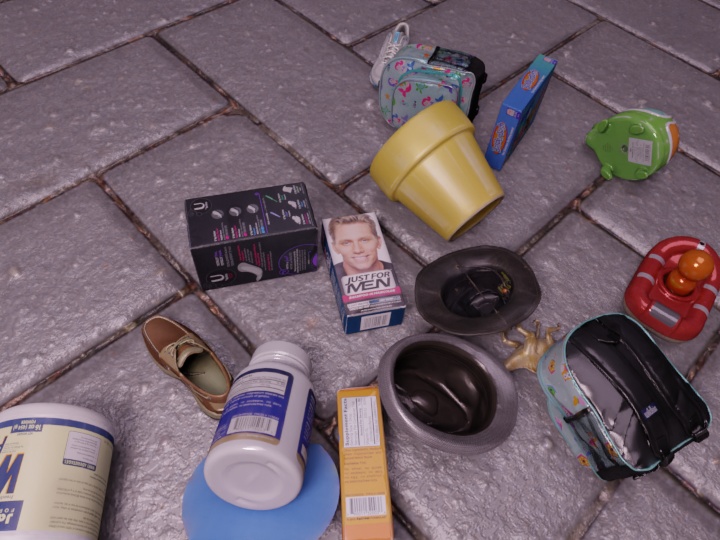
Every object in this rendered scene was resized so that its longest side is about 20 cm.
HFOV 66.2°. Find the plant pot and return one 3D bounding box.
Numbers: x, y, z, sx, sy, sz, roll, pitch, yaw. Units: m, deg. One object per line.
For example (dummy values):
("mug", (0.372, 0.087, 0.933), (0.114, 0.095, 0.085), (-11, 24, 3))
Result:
("plant pot", (0.148, -0.163, 0.989), (0.200, 0.201, 0.189), (-32, 79, -24))

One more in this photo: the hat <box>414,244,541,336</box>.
("hat", (0.185, 0.050, 0.892), (0.199, 0.081, 0.202), (-4, 47, 4))

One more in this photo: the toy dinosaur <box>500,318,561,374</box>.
("toy dinosaur", (0.263, 0.124, 0.866), (0.199, 0.058, 0.102), (-13, 58, -14))

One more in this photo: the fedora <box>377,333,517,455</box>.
("fedora", (0.112, 0.183, 0.786), (0.199, 0.091, 0.178), (14, 52, -7))

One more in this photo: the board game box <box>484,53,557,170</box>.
("board game box", (0.326, -0.324, 1.132), (0.045, 0.153, 0.200), (29, 56, 15))

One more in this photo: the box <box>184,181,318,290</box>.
("box", (-0.177, -0.056, 0.914), (0.199, 0.123, 0.107), (-10, 57, -13))

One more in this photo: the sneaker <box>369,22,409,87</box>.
("sneaker", (0.072, -0.503, 1.276), (0.074, 0.087, 0.201), (15, 56, 4))

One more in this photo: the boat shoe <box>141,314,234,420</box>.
("boat shoe", (-0.246, 0.129, 0.807), (0.200, 0.074, 0.076), (37, 59, 19))

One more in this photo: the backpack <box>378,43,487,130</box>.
("backpack", (0.134, -0.357, 1.124), (0.199, 0.178, 0.151), (25, 51, 17))

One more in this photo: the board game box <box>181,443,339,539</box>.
("board game box", (-0.125, 0.295, 0.717), (0.198, 0.039, 0.158), (4, 34, 7))

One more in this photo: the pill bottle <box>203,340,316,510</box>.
("pill bottle", (-0.121, 0.192, 0.726), (0.119, 0.120, 0.200), (7, 34, 0))

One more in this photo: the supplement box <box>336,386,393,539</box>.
("supplement box", (0.003, 0.262, 0.740), (0.068, 0.067, 0.201), (-1, 54, -2))

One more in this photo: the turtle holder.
("turtle holder", (0.556, -0.259, 1.130), (0.131, 0.185, 0.142), (-27, 93, -21))

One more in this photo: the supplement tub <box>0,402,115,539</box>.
("supplement tub", (-0.378, 0.274, 0.648), (0.144, 0.145, 0.201), (-2, 54, -6))

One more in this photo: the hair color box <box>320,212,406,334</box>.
("hair color box", (0.000, 0.000, 0.929), (0.099, 0.061, 0.201), (-9, 55, -12))

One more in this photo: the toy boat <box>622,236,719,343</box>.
("toy boat", (0.540, 0.013, 0.924), (0.130, 0.131, 0.200), (33, 59, 17))

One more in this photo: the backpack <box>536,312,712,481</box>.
("backpack", (0.352, 0.170, 0.780), (0.175, 0.153, 0.201), (-22, 74, -20))
